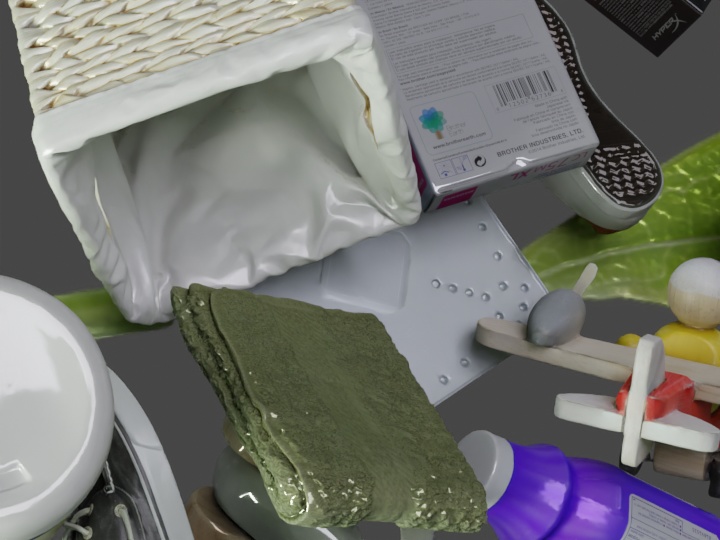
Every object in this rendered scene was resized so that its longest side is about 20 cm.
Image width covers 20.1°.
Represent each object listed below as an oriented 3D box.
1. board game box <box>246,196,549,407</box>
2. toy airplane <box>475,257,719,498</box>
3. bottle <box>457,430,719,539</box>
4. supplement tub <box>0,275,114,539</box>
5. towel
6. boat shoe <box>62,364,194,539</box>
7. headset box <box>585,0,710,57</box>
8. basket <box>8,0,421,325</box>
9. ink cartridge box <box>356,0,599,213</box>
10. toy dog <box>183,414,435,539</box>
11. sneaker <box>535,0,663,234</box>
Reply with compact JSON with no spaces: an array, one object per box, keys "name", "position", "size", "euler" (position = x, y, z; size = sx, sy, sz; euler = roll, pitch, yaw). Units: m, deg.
[{"name":"board game box","position":[0.000,0.000,1.313],"size":[0.200,0.026,0.200],"euler":[-32,83,-26]},{"name":"toy airplane","position":[0.194,0.058,1.251],"size":[0.199,0.199,0.142],"euler":[18,84,-23]},{"name":"bottle","position":[0.139,0.154,1.243],"size":[0.199,0.083,0.066],"euler":[28,53,-32]},{"name":"supplement tub","position":[-0.220,0.098,1.101],"size":[0.144,0.200,0.146],"euler":[6,69,-17]},{"name":"towel","position":[-0.019,0.079,1.173],"size":[0.148,0.037,0.200],"euler":[9,31,-36]},{"name":"boat shoe","position":[-0.138,0.153,1.183],"size":[0.063,0.071,0.201],"euler":[-17,79,-25]},{"name":"headset box","position":[0.183,-0.276,1.452],"size":[0.200,0.075,0.149],"euler":[37,63,-4]},{"name":"basket","position":[-0.089,-0.104,1.191],"size":[0.199,0.198,0.161],"euler":[-21,57,-1]},{"name":"ink cartridge box","position":[0.059,-0.145,1.305],"size":[0.119,0.042,0.201],"euler":[-17,74,-18]},{"name":"toy dog","position":[-0.014,0.154,1.215],"size":[0.200,0.132,0.096],"euler":[52,23,-5]},{"name":"sneaker","position":[0.120,-0.106,1.367],"size":[0.073,0.085,0.201],"euler":[-29,77,-18]}]
